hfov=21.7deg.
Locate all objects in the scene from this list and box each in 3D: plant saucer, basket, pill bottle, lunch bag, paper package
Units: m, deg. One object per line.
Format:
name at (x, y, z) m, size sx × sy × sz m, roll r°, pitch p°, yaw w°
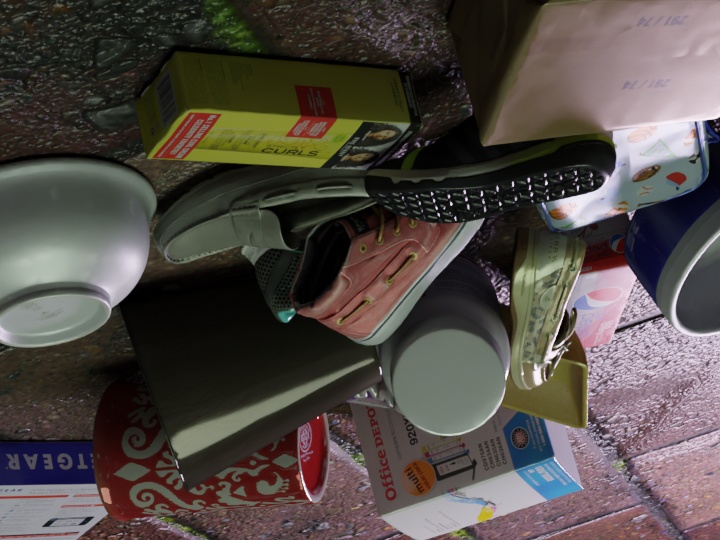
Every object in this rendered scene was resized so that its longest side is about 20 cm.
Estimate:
plant saucer at (0.132, 0.078, 1.824) m, size 0.198 × 0.049 × 0.200 m, roll 16°, pitch 161°, yaw 12°
basket at (-0.092, 0.078, 1.666) m, size 0.199 × 0.182 × 0.136 m, roll -21°, pitch -162°, yaw -6°
pill bottle at (0.071, 0.061, 1.622) m, size 0.112 × 0.114 × 0.200 m, roll -16°, pitch -163°, yaw 4°
lunch bag at (0.203, -0.109, 1.498) m, size 0.159 × 0.076 × 0.200 m, roll -20°, pitch 156°, yaw 6°
paper package at (0.178, -0.182, 1.279) m, size 0.198 × 0.104 × 0.191 m, roll -7°, pitch 154°, yaw -15°

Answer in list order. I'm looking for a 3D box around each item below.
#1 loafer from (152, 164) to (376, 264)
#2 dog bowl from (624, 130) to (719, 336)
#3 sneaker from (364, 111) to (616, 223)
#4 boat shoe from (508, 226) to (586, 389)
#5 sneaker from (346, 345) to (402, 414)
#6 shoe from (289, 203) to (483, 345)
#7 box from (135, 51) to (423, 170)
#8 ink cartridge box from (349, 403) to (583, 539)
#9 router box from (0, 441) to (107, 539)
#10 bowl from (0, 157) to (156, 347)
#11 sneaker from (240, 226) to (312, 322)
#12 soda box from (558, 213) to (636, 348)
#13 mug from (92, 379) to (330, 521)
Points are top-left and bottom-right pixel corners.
loafer at (-0.073, -0.047, 1.472) m, size 0.199 × 0.070 × 0.070 m, roll -25°, pitch 154°, yaw 19°
dog bowl at (0.333, -0.038, 1.650) m, size 0.199 × 0.079 × 0.201 m, roll -24°, pitch 146°, yaw -17°
sneaker at (0.100, -0.091, 1.399) m, size 0.198 × 0.084 × 0.072 m, roll -8°, pitch 157°, yaw 18°
boat shoe at (0.161, 0.040, 1.627) m, size 0.062 × 0.074 × 0.201 m, roll 3°, pitch 146°, yaw 7°
sneaker at (0.032, 0.101, 1.813) m, size 0.198 × 0.081 × 0.088 m, roll 9°, pitch 172°, yaw 22°
shoe at (0.026, -0.034, 1.497) m, size 0.091 × 0.072 × 0.201 m, roll 23°, pitch 107°, yaw -44°
box at (-0.057, -0.114, 1.360) m, size 0.199 × 0.051 × 0.075 m, roll 2°, pitch 153°, yaw -34°
ink cartridge box at (0.112, 0.182, 2.006) m, size 0.199 × 0.148 × 0.145 m, roll -20°, pitch 156°, yaw 12°
router box at (-0.355, 0.237, 1.980) m, size 0.199 × 0.049 × 0.179 m, roll 4°, pitch 150°, yaw -37°
bowl at (-0.247, -0.001, 1.454) m, size 0.199 × 0.091 × 0.201 m, roll -13°, pitch 157°, yaw -6°
sneaker at (0.000, 0.000, 1.599) m, size 0.198 × 0.092 × 0.078 m, roll -8°, pitch 157°, yaw -16°
soda box at (0.214, 0.012, 1.790) m, size 0.069 × 0.064 × 0.200 m, roll -12°, pitch 156°, yaw -6°
mug at (-0.133, 0.155, 1.795) m, size 0.198 × 0.178 × 0.134 m, roll -3°, pitch 125°, yaw 16°
